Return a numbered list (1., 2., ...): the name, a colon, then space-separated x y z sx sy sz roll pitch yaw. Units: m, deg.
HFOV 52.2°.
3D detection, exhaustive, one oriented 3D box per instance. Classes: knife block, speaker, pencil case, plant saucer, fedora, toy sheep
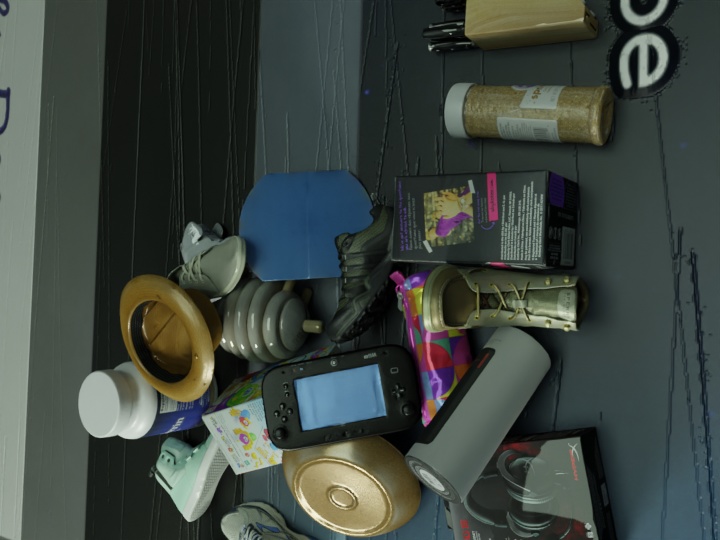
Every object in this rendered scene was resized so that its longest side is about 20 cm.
1. knife block: 0.172 -0.311 0.924 0.176 0.063 0.202 -46 65 23
2. speaker: 0.139 0.163 0.850 0.080 0.082 0.201 27 65 30
3. pencil case: 0.096 0.097 0.940 0.087 0.088 0.205 -20 76 30
4. plant saucer: -0.019 0.287 0.968 0.196 0.036 0.204 10 124 15
5. fedora: -0.256 0.086 1.038 0.197 0.081 0.205 16 118 32
6. toy sheep: -0.138 0.069 1.072 0.196 0.137 0.142 0 87 32

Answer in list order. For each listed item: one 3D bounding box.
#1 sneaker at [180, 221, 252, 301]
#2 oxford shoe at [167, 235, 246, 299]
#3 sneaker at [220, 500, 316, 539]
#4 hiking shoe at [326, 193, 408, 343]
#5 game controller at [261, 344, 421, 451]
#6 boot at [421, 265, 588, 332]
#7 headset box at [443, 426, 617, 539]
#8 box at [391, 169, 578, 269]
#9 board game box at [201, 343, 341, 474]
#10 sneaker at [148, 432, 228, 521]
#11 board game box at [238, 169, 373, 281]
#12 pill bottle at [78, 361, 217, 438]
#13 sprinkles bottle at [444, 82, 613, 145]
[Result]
1. sneaker: -0.215 -0.039 1.157 0.199 0.075 0.117 -35 72 30
2. oxford shoe: -0.227 0.004 1.067 0.198 0.057 0.077 -26 56 46
3. sneaker: -0.141 0.402 1.079 0.197 0.085 0.079 13 94 34
4. hiking shoe: 0.000 0.000 0.996 0.100 0.076 0.202 31 84 19
5. game controller: -0.025 0.157 0.911 0.195 0.042 0.107 -11 92 4
6. boot: 0.167 0.035 0.828 0.152 0.199 0.074 5 96 31
7. headset box: 0.189 0.276 0.873 0.197 0.077 0.153 -13 80 31
8. box: 0.150 -0.058 0.889 0.196 0.121 0.109 3 90 34
9. board game box: -0.106 0.197 1.038 0.197 0.103 0.106 -21 105 31
10. sneaker: -0.268 0.287 1.172 0.117 0.073 0.203 36 109 23
11. board game box: -0.076 -0.061 1.063 0.195 0.039 0.162 -3 74 1
12. pill bottle: -0.327 0.198 1.145 0.114 0.198 0.119 -2 86 33
13. sprinkles bottle: 0.202 -0.191 0.895 0.197 0.068 0.070 10 93 33
